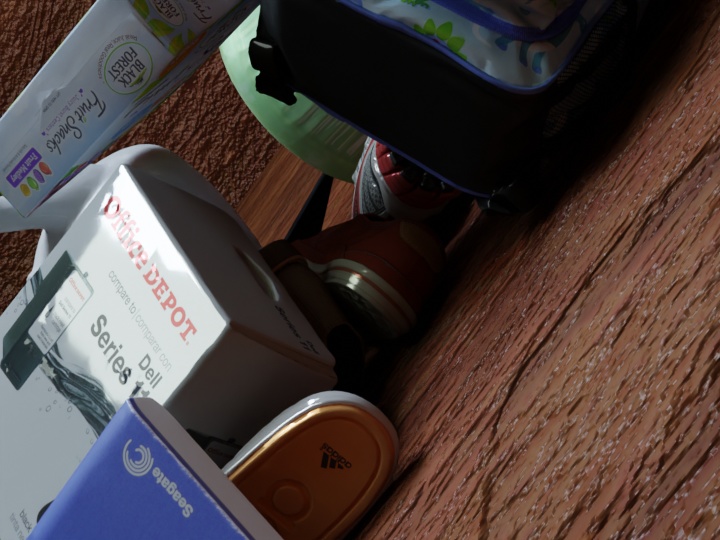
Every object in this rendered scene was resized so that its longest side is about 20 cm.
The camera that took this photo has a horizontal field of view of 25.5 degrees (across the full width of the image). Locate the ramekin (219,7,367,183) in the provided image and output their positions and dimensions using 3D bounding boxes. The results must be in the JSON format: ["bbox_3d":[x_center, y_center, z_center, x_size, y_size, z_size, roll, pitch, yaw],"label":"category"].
[{"bbox_3d":[-0.004,-0.176,1.235,0.098,0.200,0.201,-39,16,36],"label":"ramekin"}]

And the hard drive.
[{"bbox_3d":[-0.111,0.174,0.686,0.201,0.132,0.025,-53,-25,14],"label":"hard drive"}]

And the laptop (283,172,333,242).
[{"bbox_3d":[-0.114,0.008,1.258,0.178,0.198,0.104,105,155,-52],"label":"laptop"}]

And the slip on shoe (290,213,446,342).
[{"bbox_3d":[0.000,0.000,0.935,0.061,0.074,0.200,-49,12,-11],"label":"slip on shoe"}]

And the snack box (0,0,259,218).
[{"bbox_3d":[-0.121,-0.122,0.884,0.200,0.053,0.142,-36,10,48],"label":"snack box"}]

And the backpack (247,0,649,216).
[{"bbox_3d":[0.061,-0.163,0.801,0.200,0.182,0.148,-50,-19,-36],"label":"backpack"}]

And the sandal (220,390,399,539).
[{"bbox_3d":[-0.063,0.137,0.712,0.207,0.079,0.059,-50,6,20],"label":"sandal"}]

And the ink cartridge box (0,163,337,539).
[{"bbox_3d":[-0.124,0.070,0.796,0.200,0.083,0.147,-50,46,11],"label":"ink cartridge box"}]

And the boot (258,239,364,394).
[{"bbox_3d":[-0.046,0.074,0.920,0.073,0.075,0.201,-36,-23,-32],"label":"boot"}]

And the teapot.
[{"bbox_3d":[-0.140,0.032,1.007,0.146,0.200,0.198,-39,-21,-19],"label":"teapot"}]

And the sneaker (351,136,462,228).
[{"bbox_3d":[0.029,-0.076,1.039,0.082,0.077,0.200,-56,4,29],"label":"sneaker"}]
